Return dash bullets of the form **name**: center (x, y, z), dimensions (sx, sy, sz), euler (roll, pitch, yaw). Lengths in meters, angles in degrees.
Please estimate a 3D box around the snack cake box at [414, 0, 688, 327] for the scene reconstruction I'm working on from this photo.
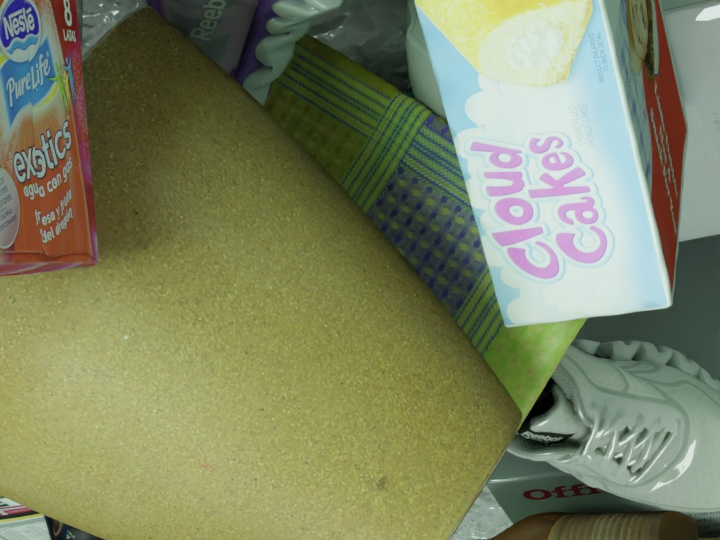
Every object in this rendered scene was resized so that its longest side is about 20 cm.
- **snack cake box**: center (0.068, -0.094, 0.953), dimensions (0.067, 0.115, 0.200), euler (-7, 126, 14)

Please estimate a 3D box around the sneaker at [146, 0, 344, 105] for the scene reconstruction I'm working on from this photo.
- **sneaker**: center (-0.060, -0.117, 1.033), dimensions (0.088, 0.081, 0.200), euler (20, 148, -14)

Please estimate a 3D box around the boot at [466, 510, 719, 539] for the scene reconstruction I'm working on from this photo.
- **boot**: center (0.115, 0.165, 1.267), dimensions (0.154, 0.074, 0.200), euler (-11, 146, 31)

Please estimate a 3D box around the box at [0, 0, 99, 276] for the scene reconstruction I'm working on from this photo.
- **box**: center (-0.193, -0.042, 0.841), dimensions (0.199, 0.100, 0.095), euler (-5, 180, 16)

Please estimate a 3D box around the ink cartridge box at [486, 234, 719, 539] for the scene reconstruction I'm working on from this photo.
- **ink cartridge box**: center (0.152, 0.071, 1.308), dimensions (0.145, 0.145, 0.200), euler (-8, 151, 15)

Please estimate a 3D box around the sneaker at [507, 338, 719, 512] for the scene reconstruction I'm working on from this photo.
- **sneaker**: center (0.094, 0.061, 1.128), dimensions (0.200, 0.081, 0.075), euler (26, 107, -22)

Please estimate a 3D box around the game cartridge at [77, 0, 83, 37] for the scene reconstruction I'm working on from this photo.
- **game cartridge**: center (-0.203, -0.122, 0.968), dimensions (0.199, 0.130, 0.038), euler (6, 116, -10)

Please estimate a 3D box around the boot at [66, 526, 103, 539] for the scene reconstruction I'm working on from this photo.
- **boot**: center (-0.079, 0.063, 1.282), dimensions (0.073, 0.198, 0.162), euler (45, 135, 2)

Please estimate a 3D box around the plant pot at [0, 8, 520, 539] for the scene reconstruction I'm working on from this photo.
- **plant pot**: center (-0.049, 0.037, 0.973), dimensions (0.200, 0.187, 0.186), euler (35, 148, 1)

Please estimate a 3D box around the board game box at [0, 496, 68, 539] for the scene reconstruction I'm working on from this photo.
- **board game box**: center (-0.235, 0.076, 1.151), dimensions (0.199, 0.035, 0.136), euler (4, 146, 5)

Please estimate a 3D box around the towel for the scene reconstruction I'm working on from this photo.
- **towel**: center (0.000, 0.000, 1.076), dimensions (0.200, 0.144, 0.023), euler (33, -178, 28)

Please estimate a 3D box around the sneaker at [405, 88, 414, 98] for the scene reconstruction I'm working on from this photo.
- **sneaker**: center (-0.009, -0.004, 1.157), dimensions (0.077, 0.200, 0.091), euler (23, 149, 29)

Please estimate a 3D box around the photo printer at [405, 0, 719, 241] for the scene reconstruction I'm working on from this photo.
- **photo printer**: center (0.125, -0.078, 1.094), dimensions (0.199, 0.070, 0.166), euler (-10, 144, 19)
